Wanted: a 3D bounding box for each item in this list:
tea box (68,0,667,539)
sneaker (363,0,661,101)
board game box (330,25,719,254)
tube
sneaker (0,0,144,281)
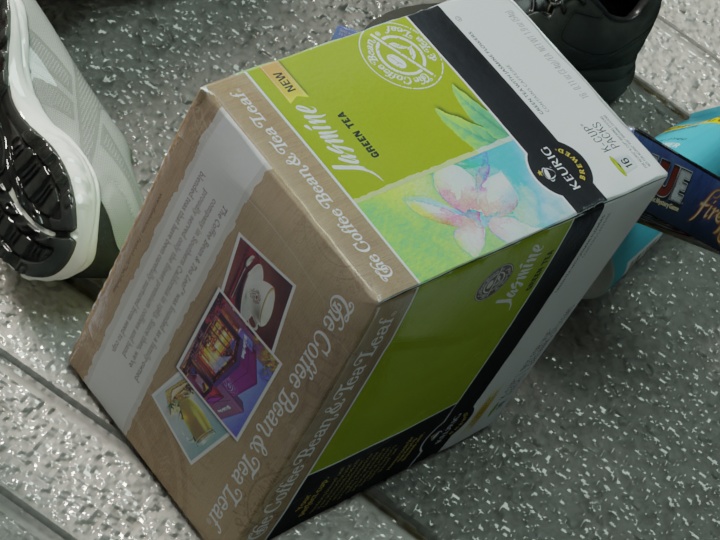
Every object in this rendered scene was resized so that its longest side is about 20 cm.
[{"bbox_3d":[0.000,0.000,1.150,0.196,0.200,0.134,-24,65,-41],"label":"tea box"},{"bbox_3d":[0.087,-0.143,1.408,0.199,0.091,0.076,-12,58,-34],"label":"sneaker"},{"bbox_3d":[0.091,-0.066,1.271,0.199,0.035,0.135,24,1,38],"label":"board game box"},{"bbox_3d":[0.171,-0.052,1.394,0.200,0.077,0.051,-39,115,-43],"label":"tube"},{"bbox_3d":[-0.160,-0.071,1.233,0.079,0.074,0.201,13,42,-46],"label":"sneaker"}]
